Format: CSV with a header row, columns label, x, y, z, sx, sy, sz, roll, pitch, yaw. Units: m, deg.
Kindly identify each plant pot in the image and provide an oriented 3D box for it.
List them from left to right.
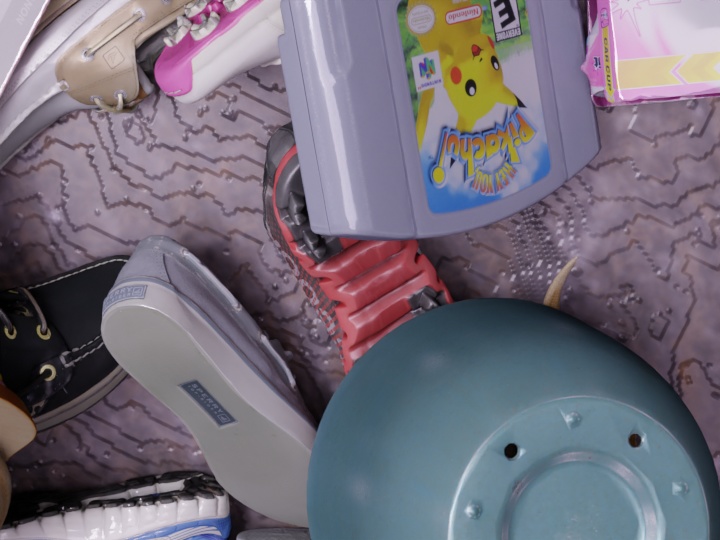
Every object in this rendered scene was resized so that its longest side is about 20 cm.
label,x,y,z,sx,sy,sz,roll,pitch,yaw
plant pot,0.084,0.116,0.945,0.198,0.161,0.203,0,90,-11

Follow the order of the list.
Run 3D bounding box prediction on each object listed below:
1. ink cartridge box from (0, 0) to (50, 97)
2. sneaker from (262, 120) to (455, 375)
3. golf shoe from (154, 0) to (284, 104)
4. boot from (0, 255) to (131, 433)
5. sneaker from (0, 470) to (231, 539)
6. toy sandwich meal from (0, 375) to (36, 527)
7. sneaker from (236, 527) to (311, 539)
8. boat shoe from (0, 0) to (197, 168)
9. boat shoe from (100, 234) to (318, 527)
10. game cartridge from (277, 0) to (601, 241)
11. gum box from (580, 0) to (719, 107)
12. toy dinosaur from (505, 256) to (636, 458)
label,x,y,z,sx,sy,sz,roll,pitch,yaw
ink cartridge box,-0.245,-0.137,1.016,0.175,0.045,0.201,32,101,12
sneaker,0.000,0.000,1.048,0.070,0.098,0.202,-28,122,-6
golf shoe,-0.013,-0.136,0.996,0.200,0.075,0.092,-39,113,-16
boot,-0.194,0.016,0.989,0.203,0.073,0.155,-31,140,-23
sneaker,-0.167,0.171,1.079,0.198,0.079,0.090,-7,98,3
toy sandwich meal,-0.257,0.107,0.931,0.204,0.205,0.071,-31,57,7
sneaker,0.019,0.213,1.085,0.198,0.074,0.117,12,98,-2
boat shoe,-0.137,-0.115,1.025,0.068,0.075,0.200,44,98,-1
boat shoe,-0.063,0.059,1.051,0.069,0.072,0.201,-15,130,30
game cartridge,0.047,-0.088,0.981,0.040,0.199,0.135,6,110,45
gum box,0.209,-0.150,1.003,0.198,0.066,0.115,-5,92,0
toy dinosaur,0.104,0.093,1.079,0.100,0.058,0.202,-23,108,-10
